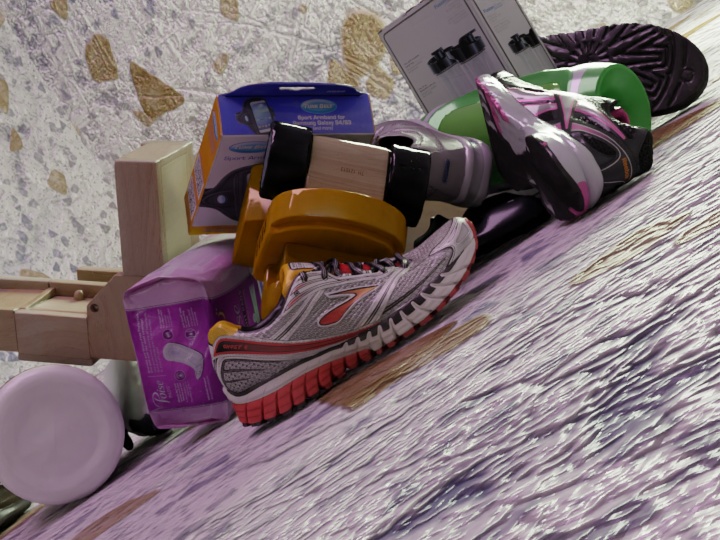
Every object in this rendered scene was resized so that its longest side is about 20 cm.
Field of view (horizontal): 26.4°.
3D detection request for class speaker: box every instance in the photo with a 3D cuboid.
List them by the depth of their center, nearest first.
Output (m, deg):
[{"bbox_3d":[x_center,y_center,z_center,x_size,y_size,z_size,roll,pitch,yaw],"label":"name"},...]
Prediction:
[{"bbox_3d":[0.135,-0.112,1.257,0.200,0.089,0.088,-10,19,46],"label":"speaker"}]

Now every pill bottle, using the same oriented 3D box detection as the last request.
[{"bbox_3d":[-0.269,0.139,1.337,0.116,0.117,0.200,-33,3,-13],"label":"pill bottle"}]

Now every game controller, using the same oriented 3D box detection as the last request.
[{"bbox_3d":[0.094,-0.031,1.224,0.104,0.042,0.200,-18,5,1],"label":"game controller"}]

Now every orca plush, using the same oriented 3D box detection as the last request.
[{"bbox_3d":[-0.176,0.105,1.386,0.071,0.106,0.200,0,-12,-22],"label":"orca plush"}]

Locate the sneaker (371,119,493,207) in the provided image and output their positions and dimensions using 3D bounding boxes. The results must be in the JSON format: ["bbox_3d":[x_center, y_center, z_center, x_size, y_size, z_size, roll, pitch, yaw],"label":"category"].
[{"bbox_3d":[0.025,-0.093,1.243,0.082,0.075,0.200,10,-2,-29],"label":"sneaker"}]

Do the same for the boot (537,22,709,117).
[{"bbox_3d":[0.244,-0.170,1.402,0.211,0.080,0.158,10,-2,39],"label":"boot"}]

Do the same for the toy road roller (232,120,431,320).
[{"bbox_3d":[-0.029,-0.008,1.133,0.200,0.123,0.146,117,162,-66],"label":"toy road roller"}]

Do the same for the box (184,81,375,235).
[{"bbox_3d":[-0.065,-0.085,1.199,0.119,0.042,0.200,-3,-21,-16],"label":"box"}]

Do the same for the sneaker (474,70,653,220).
[{"bbox_3d":[0.151,-0.097,1.127,0.086,0.080,0.200,-20,32,-9],"label":"sneaker"}]

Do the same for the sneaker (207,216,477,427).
[{"bbox_3d":[-0.011,0.020,1.012,0.200,0.082,0.078,-32,4,-5],"label":"sneaker"}]

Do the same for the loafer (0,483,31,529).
[{"bbox_3d":[-0.363,0.217,1.429,0.073,0.071,0.200,-32,4,4],"label":"loafer"}]

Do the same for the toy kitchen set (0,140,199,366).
[{"bbox_3d":[-0.232,-0.029,1.362,0.199,0.181,0.163,3,18,16],"label":"toy kitchen set"}]

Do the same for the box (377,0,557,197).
[{"bbox_3d":[0.115,-0.157,1.356,0.060,0.200,0.117,-34,3,-41],"label":"box"}]

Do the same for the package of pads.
[{"bbox_3d":[-0.117,0.040,1.252,0.075,0.121,0.200,-8,12,16],"label":"package of pads"}]

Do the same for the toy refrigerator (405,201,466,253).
[{"bbox_3d":[0.047,-0.048,1.497,0.200,0.070,0.076,-31,4,14],"label":"toy refrigerator"}]
